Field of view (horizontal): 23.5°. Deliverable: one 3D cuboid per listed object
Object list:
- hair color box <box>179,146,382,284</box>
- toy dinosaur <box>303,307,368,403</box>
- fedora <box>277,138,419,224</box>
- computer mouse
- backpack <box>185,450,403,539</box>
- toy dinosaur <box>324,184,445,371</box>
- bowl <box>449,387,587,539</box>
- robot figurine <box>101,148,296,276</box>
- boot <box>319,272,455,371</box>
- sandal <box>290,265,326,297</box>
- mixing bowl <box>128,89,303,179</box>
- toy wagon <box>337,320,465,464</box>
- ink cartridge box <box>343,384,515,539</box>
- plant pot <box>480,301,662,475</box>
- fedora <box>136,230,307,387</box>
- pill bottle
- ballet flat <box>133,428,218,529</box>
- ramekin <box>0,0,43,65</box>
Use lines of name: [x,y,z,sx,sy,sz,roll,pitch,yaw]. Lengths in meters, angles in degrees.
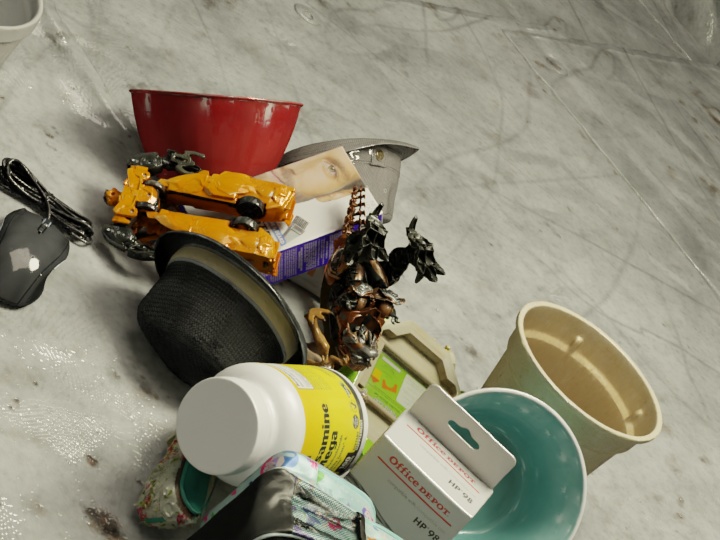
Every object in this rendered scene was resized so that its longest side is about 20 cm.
hair color box: [-0.087,-0.052,1.909,0.199,0.065,0.110,-20,57,-18]
toy dinosaur: [-0.062,0.084,1.796,0.060,0.107,0.200,-20,35,-19]
fedora: [-0.015,-0.096,2.102,0.200,0.176,0.091,7,71,-57]
computer mouse: [-0.344,-0.051,1.724,0.140,0.046,0.200,39,28,-4]
backpack: [-0.048,0.267,1.491,0.199,0.178,0.151,34,33,-19]
toy dinosaur: [0.000,0.000,1.813,0.102,0.136,0.201,-6,67,-42]
bowl: [0.122,0.218,1.781,0.200,0.201,0.105,34,-7,-10]
robot figurine: [-0.175,-0.056,1.836,0.199,0.058,0.146,10,56,8]
boot: [0.034,0.064,1.957,0.154,0.072,0.201,23,52,-31]
sandal: [-0.034,-0.005,2.018,0.206,0.059,0.079,37,28,-5]
mixing bowl: [-0.168,-0.144,1.963,0.199,0.109,0.200,5,4,0]
toy wagon: [0.035,0.149,1.850,0.155,0.039,0.201,40,54,-20]
ink cartridge box: [0.041,0.218,1.639,0.116,0.200,0.067,42,29,6]
plant pot: [0.198,0.169,1.914,0.200,0.184,0.201,30,29,-19]
fedora: [-0.151,0.057,1.723,0.200,0.201,0.092,42,60,4]
pill bottle: [-0.082,0.142,1.582,0.113,0.112,0.200,51,17,20]
ballet flat: [-0.160,0.172,1.608,0.076,0.064,0.200,62,24,-15]
ramekin: [-0.455,-0.291,1.874,0.199,0.105,0.201,30,30,-19]
